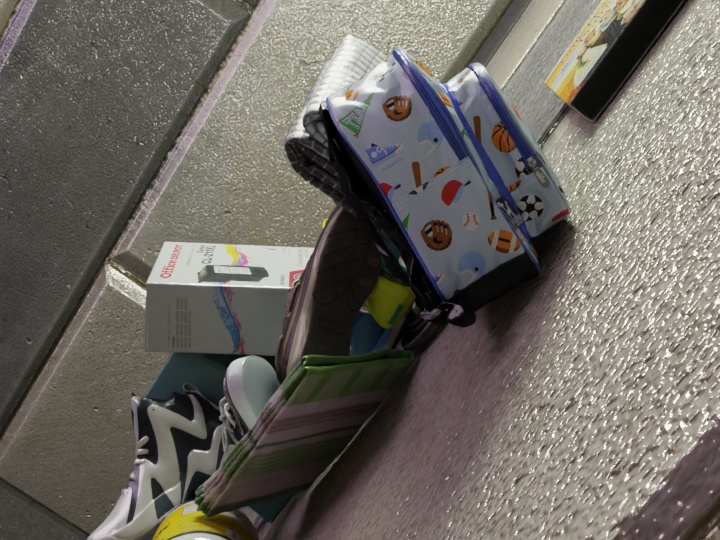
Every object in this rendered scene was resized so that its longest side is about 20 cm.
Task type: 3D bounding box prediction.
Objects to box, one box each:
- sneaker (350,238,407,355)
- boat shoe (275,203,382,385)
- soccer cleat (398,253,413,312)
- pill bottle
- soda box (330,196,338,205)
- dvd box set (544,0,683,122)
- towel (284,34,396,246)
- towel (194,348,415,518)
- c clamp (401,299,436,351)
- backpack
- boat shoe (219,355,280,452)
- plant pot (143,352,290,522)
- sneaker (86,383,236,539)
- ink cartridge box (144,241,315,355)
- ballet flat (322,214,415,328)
[{"bbox_3d":[0.005,0.042,1.006,0.201,0.090,0.078,-62,7,-24],"label":"sneaker"},{"bbox_3d":[-0.040,0.025,0.846,0.073,0.074,0.202,5,73,51],"label":"boat shoe"},{"bbox_3d":[0.069,-0.041,0.958,0.201,0.085,0.069,-57,5,-9],"label":"soccer cleat"},{"bbox_3d":[-0.147,0.280,0.835,0.112,0.111,0.200,-56,4,-5],"label":"pill bottle"},{"bbox_3d":[0.018,-0.145,0.997,0.064,0.068,0.200,-31,13,33],"label":"soda box"},{"bbox_3d":[0.232,-0.216,0.817,0.147,0.029,0.200,-55,5,18],"label":"dvd box set"},{"bbox_3d":[0.032,-0.113,0.851,0.086,0.199,0.166,-46,16,35],"label":"towel"},{"bbox_3d":[-0.052,0.143,0.809,0.149,0.031,0.200,0,-46,-50],"label":"towel"},{"bbox_3d":[0.100,-0.014,0.858,0.201,0.027,0.171,-54,10,14],"label":"c clamp"},{"bbox_3d":[0.058,-0.073,0.668,0.154,0.191,0.200,-39,6,3],"label":"backpack"},{"bbox_3d":[-0.105,0.145,0.875,0.200,0.067,0.074,62,-157,-61],"label":"boat shoe"},{"bbox_3d":[-0.137,0.155,1.038,0.142,0.199,0.141,-53,5,19],"label":"plant pot"},{"bbox_3d":[-0.225,0.198,0.929,0.199,0.130,0.080,-38,-12,-16],"label":"sneaker"},{"bbox_3d":[-0.135,0.030,1.004,0.146,0.198,0.084,-102,16,-70],"label":"ink cartridge box"},{"bbox_3d":[0.000,0.000,0.932,0.200,0.066,0.068,47,123,58],"label":"ballet flat"}]
